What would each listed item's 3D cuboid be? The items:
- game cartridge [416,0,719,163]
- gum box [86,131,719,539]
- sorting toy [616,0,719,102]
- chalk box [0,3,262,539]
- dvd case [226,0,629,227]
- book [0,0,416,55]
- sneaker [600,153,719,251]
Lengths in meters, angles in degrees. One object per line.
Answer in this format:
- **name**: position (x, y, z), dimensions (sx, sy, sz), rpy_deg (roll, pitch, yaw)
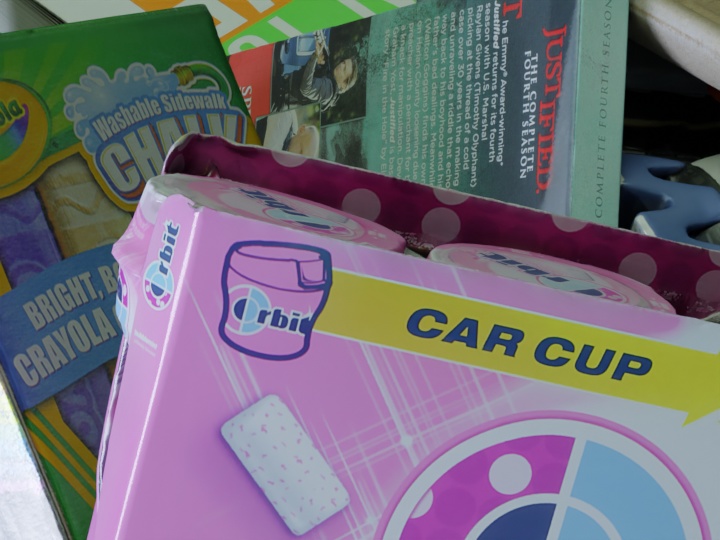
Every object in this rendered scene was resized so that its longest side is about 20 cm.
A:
- **game cartridge**: position (0.115, -0.067, 0.870), dimensions (0.199, 0.041, 0.134), rpy_deg (5, 28, 1)
- **gum box**: position (0.034, 0.049, 0.623), dimensions (0.199, 0.114, 0.066), rpy_deg (12, 16, -9)
- **sorting toy**: position (0.135, -0.081, 0.829), dimensions (0.199, 0.037, 0.185), rpy_deg (-5, 25, -30)
- **chalk box**: position (-0.097, 0.008, 0.747), dimensions (0.124, 0.124, 0.201), rpy_deg (-26, 82, 40)
- **dvd case**: position (0.000, 0.000, 0.799), dimensions (0.200, 0.022, 0.147), rpy_deg (-11, 73, 53)
- **book**: position (-0.037, -0.096, 0.987), dimensions (0.133, 0.048, 0.200), rpy_deg (-35, 50, -22)
- **sneaker**: position (0.145, 0.035, 0.741), dimensions (0.115, 0.081, 0.200), rpy_deg (-21, 67, -18)
